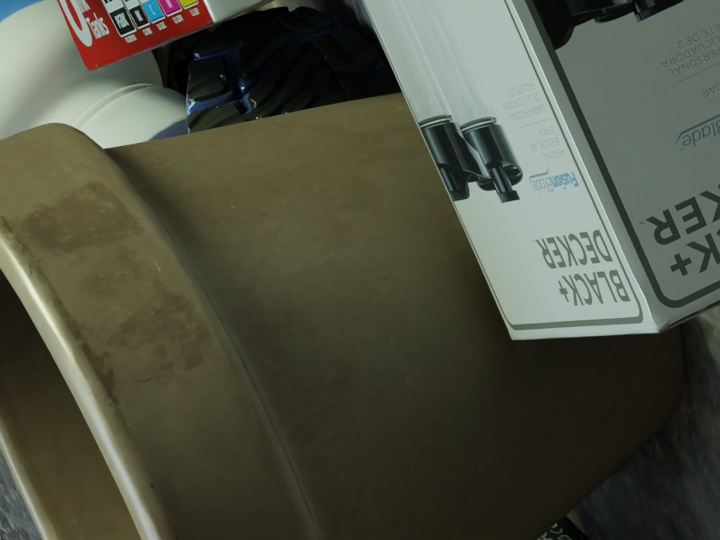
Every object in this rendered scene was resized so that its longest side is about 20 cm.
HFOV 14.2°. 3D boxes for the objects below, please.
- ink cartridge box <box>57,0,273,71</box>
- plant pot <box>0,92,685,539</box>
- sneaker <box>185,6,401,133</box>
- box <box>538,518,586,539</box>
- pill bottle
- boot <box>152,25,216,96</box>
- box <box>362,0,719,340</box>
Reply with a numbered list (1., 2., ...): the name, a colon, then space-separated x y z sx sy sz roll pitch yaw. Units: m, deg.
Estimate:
1. ink cartridge box: -0.065 -0.163 0.899 0.176 0.084 0.200 67 165 -5
2. plant pot: -0.008 0.026 0.831 0.200 0.174 0.200 57 164 26
3. sneaker: 0.000 0.000 0.968 0.200 0.075 0.078 61 169 19
4. box: 0.007 0.139 0.926 0.200 0.193 0.048 43 139 53
5. pill bottle: -0.142 -0.060 1.057 0.200 0.112 0.112 30 149 28
6. boot: -0.099 -0.088 1.167 0.182 0.073 0.200 54 174 -12
7. box: 0.039 -0.084 0.709 0.200 0.060 0.117 66 166 -5
